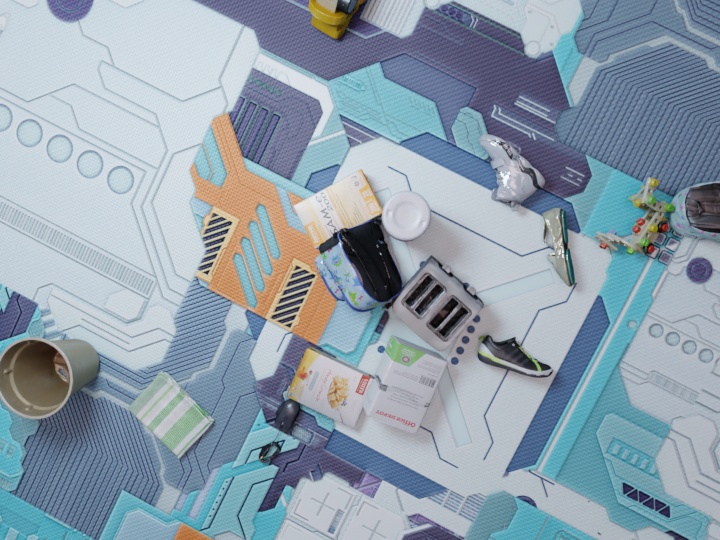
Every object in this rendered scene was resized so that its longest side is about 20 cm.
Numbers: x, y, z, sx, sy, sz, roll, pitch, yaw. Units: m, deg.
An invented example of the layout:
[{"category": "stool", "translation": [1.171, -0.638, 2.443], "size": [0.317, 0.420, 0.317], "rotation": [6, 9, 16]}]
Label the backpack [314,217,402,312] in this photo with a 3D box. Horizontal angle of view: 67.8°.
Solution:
[{"category": "backpack", "translation": [0.000, 0.000, 1.323], "size": [0.147, 0.183, 0.201], "rotation": [-32, 84, 40]}]

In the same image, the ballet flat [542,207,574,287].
[{"category": "ballet flat", "translation": [0.498, -0.057, 1.354], "size": [0.062, 0.067, 0.202], "rotation": [-8, 88, 32]}]

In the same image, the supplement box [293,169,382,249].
[{"category": "supplement box", "translation": [-0.054, -0.155, 1.374], "size": [0.199, 0.074, 0.127], "rotation": [-28, 90, 5]}]

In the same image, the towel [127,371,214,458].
[{"category": "towel", "translation": [-0.515, 0.392, 1.456], "size": [0.200, 0.023, 0.153], "rotation": [43, 95, 1]}]

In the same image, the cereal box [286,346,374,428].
[{"category": "cereal box", "translation": [-0.077, 0.307, 1.412], "size": [0.199, 0.040, 0.145], "rotation": [24, 94, 3]}]

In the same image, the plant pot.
[{"category": "plant pot", "translation": [-0.788, 0.257, 1.389], "size": [0.199, 0.183, 0.202], "rotation": [0, 93, 4]}]

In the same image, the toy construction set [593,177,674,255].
[{"category": "toy construction set", "translation": [0.680, -0.117, 1.314], "size": [0.131, 0.092, 0.200], "rotation": [35, 103, -22]}]

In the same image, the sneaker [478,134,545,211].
[{"category": "sneaker", "translation": [0.354, -0.243, 1.340], "size": [0.200, 0.075, 0.115], "rotation": [40, 92, -2]}]

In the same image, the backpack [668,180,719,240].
[{"category": "backpack", "translation": [0.857, -0.139, 1.284], "size": [0.198, 0.127, 0.168], "rotation": [2, 81, 5]}]

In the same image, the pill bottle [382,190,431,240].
[{"category": "pill bottle", "translation": [0.110, -0.127, 1.300], "size": [0.112, 0.200, 0.114], "rotation": [0, 92, 4]}]

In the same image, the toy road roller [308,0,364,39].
[{"category": "toy road roller", "translation": [-0.054, -0.684, 1.345], "size": [0.122, 0.146, 0.200], "rotation": [32, 57, 2]}]

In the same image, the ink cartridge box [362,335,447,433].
[{"category": "ink cartridge box", "translation": [0.110, 0.288, 1.359], "size": [0.145, 0.084, 0.201], "rotation": [23, 94, -13]}]

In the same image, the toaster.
[{"category": "toaster", "translation": [0.183, 0.087, 1.345], "size": [0.181, 0.119, 0.200], "rotation": [42, 95, 2]}]

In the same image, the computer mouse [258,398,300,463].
[{"category": "computer mouse", "translation": [-0.219, 0.431, 1.428], "size": [0.058, 0.034, 0.201], "rotation": [26, 97, 1]}]

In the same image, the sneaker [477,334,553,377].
[{"category": "sneaker", "translation": [0.395, 0.213, 1.358], "size": [0.199, 0.072, 0.083], "rotation": [14, 92, 3]}]
